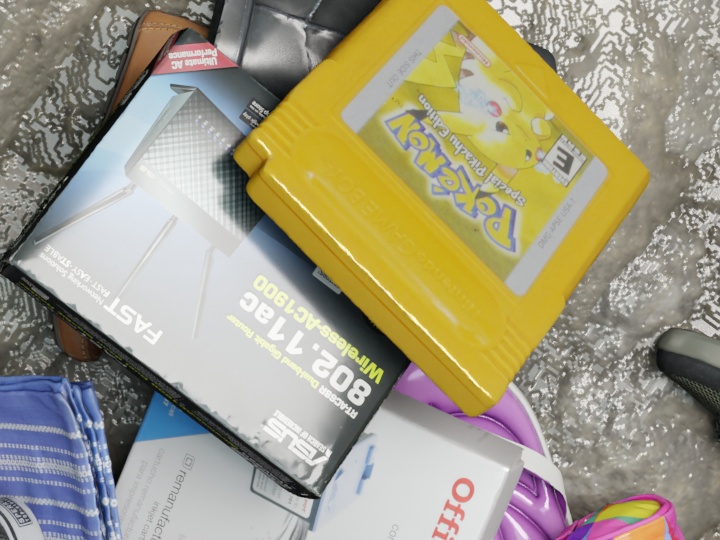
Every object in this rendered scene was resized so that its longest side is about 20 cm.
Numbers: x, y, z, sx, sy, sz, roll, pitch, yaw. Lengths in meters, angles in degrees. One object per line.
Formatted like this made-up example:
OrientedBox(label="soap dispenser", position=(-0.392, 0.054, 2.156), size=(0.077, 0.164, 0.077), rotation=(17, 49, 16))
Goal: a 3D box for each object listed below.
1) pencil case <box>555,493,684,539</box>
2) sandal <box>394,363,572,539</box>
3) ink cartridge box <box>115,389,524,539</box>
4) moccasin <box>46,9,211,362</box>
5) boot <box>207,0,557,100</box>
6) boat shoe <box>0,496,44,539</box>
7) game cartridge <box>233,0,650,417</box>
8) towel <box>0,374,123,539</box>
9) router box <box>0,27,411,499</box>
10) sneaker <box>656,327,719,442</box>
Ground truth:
OrientedBox(label="pencil case", position=(0.170, 0.231, 0.972), size=(0.088, 0.088, 0.201), rotation=(-19, 91, -3))
OrientedBox(label="sandal", position=(0.084, 0.131, 1.006), size=(0.082, 0.050, 0.203), rotation=(-32, 97, -1))
OrientedBox(label="ink cartridge box", position=(-0.027, 0.130, 0.957), size=(0.199, 0.086, 0.147), rotation=(23, 93, 11))
OrientedBox(label="moccasin", position=(-0.121, -0.043, 0.966), size=(0.077, 0.074, 0.203), rotation=(21, 84, 2))
OrientedBox(label="boot", position=(0.020, -0.145, 0.962), size=(0.199, 0.066, 0.166), rotation=(15, 73, -12))
OrientedBox(label="boat shoe", position=(-0.211, 0.227, 0.945), size=(0.068, 0.073, 0.201), rotation=(-17, 122, -43))
OrientedBox(label="game cartridge", position=(0.048, -0.050, 0.873), size=(0.176, 0.032, 0.200), rotation=(45, 47, -5))
OrientedBox(label="towel", position=(-0.181, 0.156, 0.953), size=(0.024, 0.144, 0.202), rotation=(-15, 99, -45))
OrientedBox(label="router box", position=(-0.061, -0.002, 0.869), size=(0.200, 0.062, 0.150), rotation=(38, 76, -10))
OrientedBox(label="sneaker", position=(0.245, 0.117, 1.005), size=(0.199, 0.076, 0.115), rotation=(33, 86, -12))
